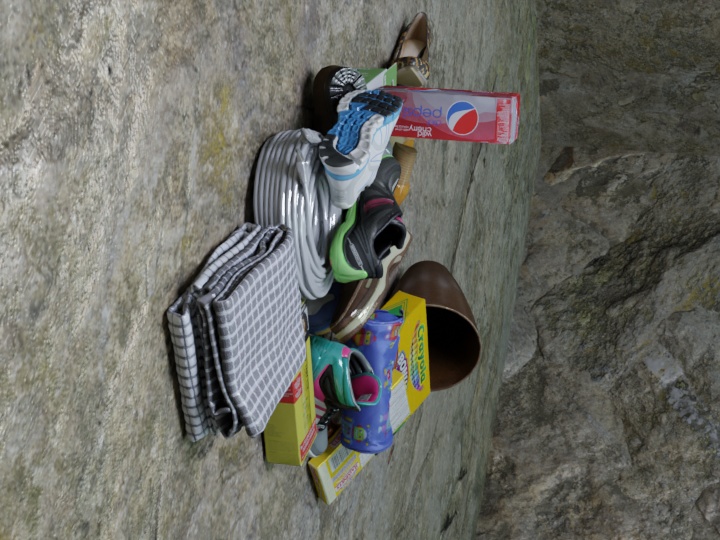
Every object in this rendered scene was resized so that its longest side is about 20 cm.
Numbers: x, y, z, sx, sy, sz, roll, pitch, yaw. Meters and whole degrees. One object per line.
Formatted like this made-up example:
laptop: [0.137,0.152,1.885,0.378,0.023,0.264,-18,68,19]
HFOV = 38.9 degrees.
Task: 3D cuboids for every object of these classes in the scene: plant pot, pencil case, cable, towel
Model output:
plant pot: [0.119,0.077,1.819,0.202,0.183,0.190,-86,172,-55]
pencil case: [0.015,0.150,1.424,0.087,0.077,0.204,-25,122,-67]
cable: [-0.071,-0.067,1.224,0.200,0.068,0.205,-18,110,-77]
towel: [-0.120,0.062,1.072,0.201,0.084,0.169,-58,148,-58]

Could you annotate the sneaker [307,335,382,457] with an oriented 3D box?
sneaker: [-0.030,0.174,1.362,0.084,0.118,0.203,-65,155,-50]

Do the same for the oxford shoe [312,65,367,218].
oxford shoe: [-0.023,-0.170,1.337,0.072,0.084,0.204,-15,113,-28]

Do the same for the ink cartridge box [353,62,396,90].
ink cartridge box: [0.001,-0.229,1.455,0.200,0.058,0.106,-54,146,-62]

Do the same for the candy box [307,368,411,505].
candy box: [0.002,0.248,1.524,0.200,0.026,0.103,-44,147,-26]

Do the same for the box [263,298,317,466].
box: [-0.092,0.137,1.259,0.075,0.049,0.204,-58,149,-60]

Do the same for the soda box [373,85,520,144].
soda box: [0.117,-0.215,1.399,0.070,0.196,0.065,-40,135,-67]

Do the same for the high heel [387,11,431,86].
high heel: [0.088,-0.376,1.684,0.200,0.070,0.146,-147,-112,-89]

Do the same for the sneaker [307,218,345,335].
sneaker: [-0.048,-0.006,1.366,0.202,0.074,0.089,-75,146,-43]

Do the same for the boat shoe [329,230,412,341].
boat shoe: [-0.003,0.003,1.317,0.075,0.075,0.204,-40,-165,44]

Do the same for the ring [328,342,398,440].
ring: [-0.001,0.171,1.508,0.199,0.019,0.203,-35,139,-38]

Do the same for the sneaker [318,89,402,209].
sneaker: [-0.002,-0.148,1.230,0.201,0.074,0.088,-60,157,-47]

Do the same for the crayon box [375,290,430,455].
crayon box: [0.046,0.166,1.657,0.172,0.058,0.203,-42,138,-40]

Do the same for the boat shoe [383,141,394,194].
boat shoe: [0.014,-0.124,1.471,0.201,0.071,0.072,-73,142,-57]

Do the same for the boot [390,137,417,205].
boot: [0.035,-0.150,1.613,0.202,0.070,0.146,-104,-146,-65]

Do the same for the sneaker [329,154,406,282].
sneaker: [0.023,-0.060,1.277,0.077,0.082,0.202,80,23,-51]

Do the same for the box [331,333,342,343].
box: [-0.015,0.057,1.530,0.041,0.038,0.204,28,68,-71]
